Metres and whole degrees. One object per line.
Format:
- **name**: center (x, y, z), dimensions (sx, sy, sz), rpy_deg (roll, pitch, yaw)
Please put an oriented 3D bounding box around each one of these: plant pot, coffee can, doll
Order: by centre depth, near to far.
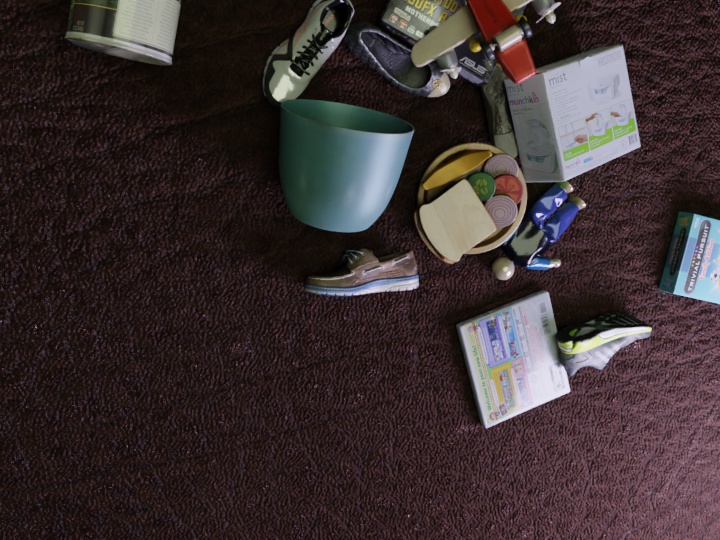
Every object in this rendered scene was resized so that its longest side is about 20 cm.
- **coffee can**: center (-0.311, -0.396, 1.102), dimensions (0.145, 0.146, 0.202), rpy_deg (9, 96, -19)
- **plant pot**: center (-0.033, -0.153, 1.214), dimensions (0.199, 0.201, 0.162), rpy_deg (5, 112, -18)
- **doll**: center (0.305, -0.059, 1.408), dimensions (0.200, 0.048, 0.137), rpy_deg (-45, 108, -6)

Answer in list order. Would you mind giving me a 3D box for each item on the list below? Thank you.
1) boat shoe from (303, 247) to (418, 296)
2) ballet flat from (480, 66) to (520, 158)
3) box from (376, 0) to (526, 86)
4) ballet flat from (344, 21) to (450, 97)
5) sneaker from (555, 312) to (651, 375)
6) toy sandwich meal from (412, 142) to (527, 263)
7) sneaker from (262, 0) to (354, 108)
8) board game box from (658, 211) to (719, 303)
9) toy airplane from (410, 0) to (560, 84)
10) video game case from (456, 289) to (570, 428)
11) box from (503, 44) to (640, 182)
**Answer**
- **boat shoe**: center (0.000, 0.000, 1.315), dimensions (0.198, 0.072, 0.073), rpy_deg (-5, 96, -27)
- **ballet flat**: center (0.236, -0.283, 1.355), dimensions (0.067, 0.046, 0.202), rpy_deg (-8, 97, 6)
- **box**: center (0.147, -0.412, 1.284), dimensions (0.199, 0.048, 0.159), rpy_deg (28, 91, -12)
- **ballet flat**: center (0.060, -0.323, 1.274), dimensions (0.199, 0.057, 0.067), rpy_deg (22, 106, -26)
- **sneaker**: center (0.441, 0.132, 1.477), dimensions (0.198, 0.074, 0.082), rpy_deg (-11, 115, -18)
- **toy sandwich meal**: center (0.180, -0.110, 1.329), dimensions (0.203, 0.070, 0.207), rpy_deg (-1, 105, -3)
- **sneaker**: center (-0.080, -0.335, 1.223), dimensions (0.073, 0.080, 0.201), rpy_deg (32, 90, -21)
- **board game box**: center (0.676, -0.015, 1.535), dimensions (0.198, 0.047, 0.153), rpy_deg (11, 96, -19)
- **toy airplane**: center (0.192, -0.377, 1.217), dimensions (0.198, 0.141, 0.201), rpy_deg (15, 81, 24)
- **video game case**: center (0.275, 0.158, 1.450), dimensions (0.181, 0.022, 0.202), rpy_deg (-20, 106, -14)
- **box**: center (0.353, -0.259, 1.338), dimensions (0.199, 0.096, 0.178), rpy_deg (-25, 106, -29)
